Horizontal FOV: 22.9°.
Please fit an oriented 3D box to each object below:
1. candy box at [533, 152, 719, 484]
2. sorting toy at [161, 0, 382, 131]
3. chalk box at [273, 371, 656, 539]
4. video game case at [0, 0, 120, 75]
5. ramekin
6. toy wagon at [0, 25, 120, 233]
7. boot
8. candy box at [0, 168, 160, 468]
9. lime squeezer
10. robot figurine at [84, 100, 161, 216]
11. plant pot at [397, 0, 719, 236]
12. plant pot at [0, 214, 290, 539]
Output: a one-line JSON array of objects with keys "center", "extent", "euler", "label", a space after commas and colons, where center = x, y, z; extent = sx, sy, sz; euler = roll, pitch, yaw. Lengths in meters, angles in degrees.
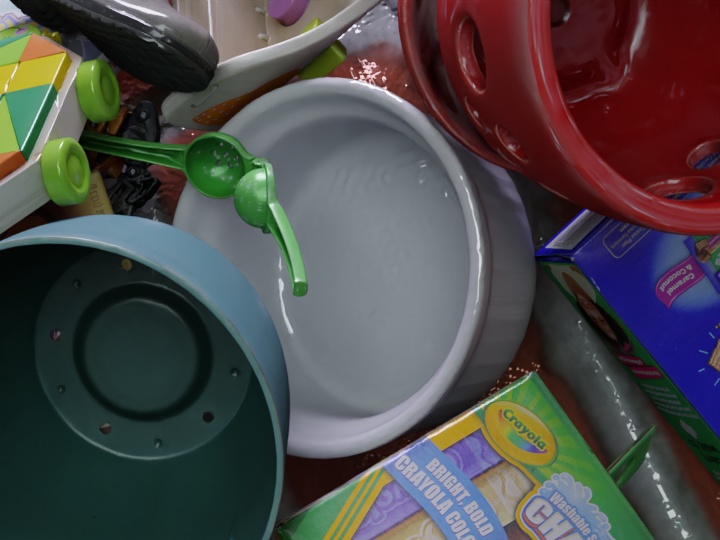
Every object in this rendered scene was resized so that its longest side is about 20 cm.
[{"center": [0.225, 0.013, 0.970], "extent": [0.169, 0.077, 0.200], "euler": [-41, 97, -6], "label": "candy box"}, {"center": [-0.022, -0.186, 0.999], "extent": [0.179, 0.107, 0.201], "euler": [-29, 52, 31], "label": "sorting toy"}, {"center": [0.073, 0.147, 0.901], "extent": [0.199, 0.125, 0.124], "euler": [-28, 66, -12], "label": "chalk box"}, {"center": [-0.245, -0.106, 1.024], "extent": [0.199, 0.023, 0.183], "euler": [13, 51, 27], "label": "video game case"}, {"center": [0.000, 0.000, 0.978], "extent": [0.199, 0.097, 0.202], "euler": [-1, 88, 31], "label": "ramekin"}, {"center": [-0.203, -0.076, 0.923], "extent": [0.154, 0.040, 0.201], "euler": [-9, 39, 17], "label": "toy wagon"}, {"center": [-0.120, -0.184, 0.970], "extent": [0.200, 0.068, 0.131], "euler": [31, 81, 41], "label": "boot"}, {"center": [-0.168, 0.056, 0.994], "extent": [0.116, 0.056, 0.201], "euler": [-19, 97, -8], "label": "candy box"}, {"center": [-0.072, -0.045, 0.921], "extent": [0.199, 0.070, 0.038], "euler": [32, 111, 36], "label": "lime squeezer"}, {"center": [-0.202, -0.035, 1.057], "extent": [0.144, 0.058, 0.201], "euler": [25, 81, 9], "label": "robot figurine"}, {"center": [0.129, -0.126, 0.864], "extent": [0.199, 0.182, 0.202], "euler": [-3, 99, -21], "label": "plant pot"}, {"center": [-0.125, 0.062, 0.879], "extent": [0.199, 0.161, 0.202], "euler": [2, 105, 6], "label": "plant pot"}]
